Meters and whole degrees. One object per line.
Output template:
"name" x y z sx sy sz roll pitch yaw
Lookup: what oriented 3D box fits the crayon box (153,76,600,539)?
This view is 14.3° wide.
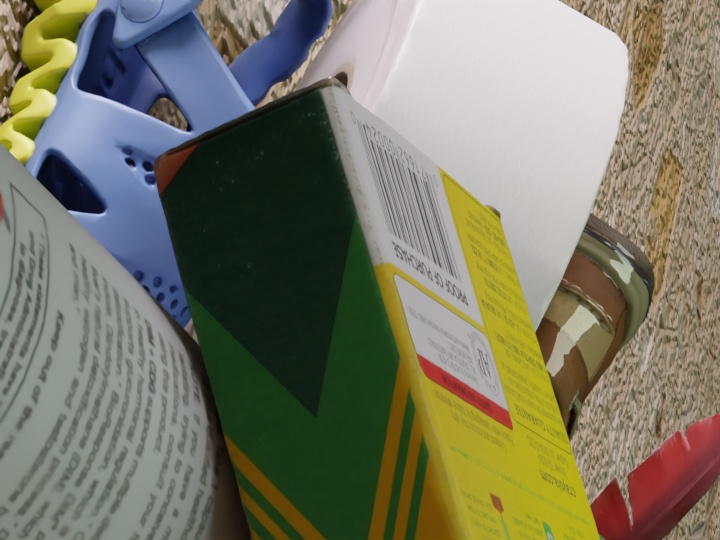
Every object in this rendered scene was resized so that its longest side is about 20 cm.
"crayon box" 0.020 0.069 0.672 0.127 0.051 0.201 35 36 -64

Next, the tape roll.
"tape roll" 0.000 0.000 0.869 0.203 0.071 0.203 -59 -169 18

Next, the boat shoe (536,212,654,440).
"boat shoe" 0.029 0.053 0.959 0.074 0.075 0.200 -62 180 -37

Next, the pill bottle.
"pill bottle" -0.093 0.038 0.638 0.200 0.113 0.114 49 43 -48

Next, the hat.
"hat" 0.096 0.140 1.112 0.166 0.175 0.201 -65 158 -70

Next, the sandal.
"sandal" -0.060 -0.031 0.838 0.080 0.086 0.201 51 44 -65
